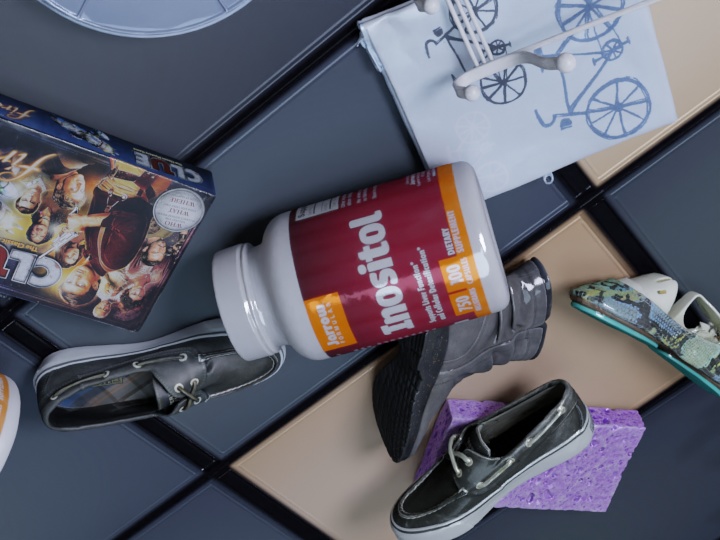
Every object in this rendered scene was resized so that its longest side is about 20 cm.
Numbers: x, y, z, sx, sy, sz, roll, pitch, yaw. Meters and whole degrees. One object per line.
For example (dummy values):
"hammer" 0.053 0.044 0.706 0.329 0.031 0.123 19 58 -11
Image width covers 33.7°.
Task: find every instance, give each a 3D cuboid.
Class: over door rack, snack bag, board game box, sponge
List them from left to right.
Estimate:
"board game box" -0.220 -0.041 0.833 0.199 0.035 0.136 19 120 -27
"snack bag" 0.118 -0.141 0.856 0.199 0.021 0.189 -23 128 7
"sponge" 0.157 0.173 1.102 0.199 0.030 0.112 6 124 -18
"over door rack" 0.126 -0.210 0.754 0.199 0.067 0.148 -24 117 8

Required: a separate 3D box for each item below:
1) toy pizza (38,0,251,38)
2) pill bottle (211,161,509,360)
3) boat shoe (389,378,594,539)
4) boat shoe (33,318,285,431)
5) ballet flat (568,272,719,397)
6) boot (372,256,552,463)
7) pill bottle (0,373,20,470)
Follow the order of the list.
"toy pizza" -0.129 -0.234 0.711 0.199 0.032 0.201 -7 129 -9
"pill bottle" 0.000 0.000 0.866 0.199 0.113 0.113 -16 130 8
"boat shoe" 0.103 0.160 1.020 0.200 0.071 0.064 -35 128 3
"boat shoe" -0.155 0.088 0.936 0.199 0.057 0.069 -9 128 -8
"ballet flat" 0.257 0.040 1.014 0.200 0.074 0.074 30 115 -34
"boot" 0.088 0.081 0.993 0.131 0.070 0.200 -10 141 -24
"pill bottle" -0.357 0.095 0.851 0.200 0.112 0.112 28 116 -31
